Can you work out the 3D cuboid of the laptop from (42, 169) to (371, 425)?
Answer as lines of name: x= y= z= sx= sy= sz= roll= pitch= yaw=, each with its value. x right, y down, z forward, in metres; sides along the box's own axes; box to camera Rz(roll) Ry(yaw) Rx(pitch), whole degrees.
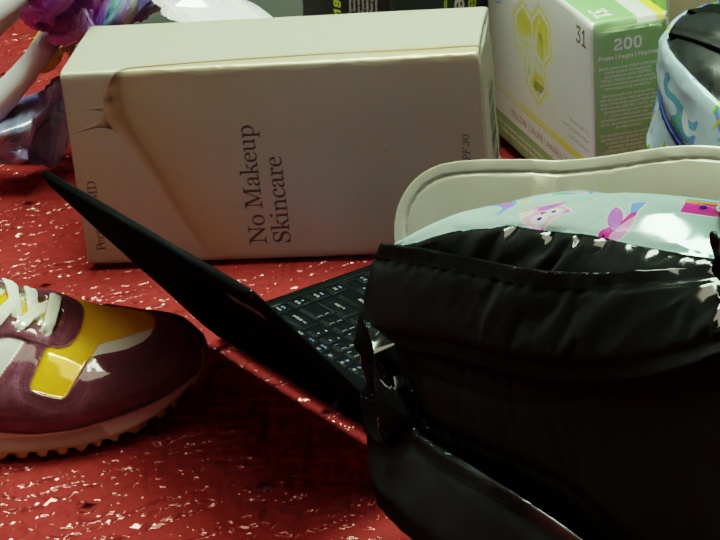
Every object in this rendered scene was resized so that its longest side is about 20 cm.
laptop: x=0.000 y=0.000 z=0.955 sx=0.199 sy=0.104 sz=0.177 roll=-19 pitch=27 yaw=-28

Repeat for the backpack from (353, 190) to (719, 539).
backpack: x=0.095 y=0.046 z=0.791 sx=0.200 sy=0.168 sz=0.126 roll=12 pitch=9 yaw=41

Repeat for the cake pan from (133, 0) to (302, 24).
cake pan: x=-0.055 y=-0.120 z=1.324 sx=0.199 sy=0.037 sz=0.200 roll=-5 pitch=24 yaw=2

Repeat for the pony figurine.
pony figurine: x=-0.138 y=-0.149 z=1.222 sx=0.166 sy=0.200 sz=0.193 roll=32 pitch=19 yaw=-29

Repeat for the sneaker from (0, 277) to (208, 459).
sneaker: x=-0.165 y=0.025 z=0.952 sx=0.199 sy=0.090 sz=0.075 roll=-7 pitch=23 yaw=-2

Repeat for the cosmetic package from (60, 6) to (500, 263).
cosmetic package: x=-0.035 y=-0.065 z=1.112 sx=0.199 sy=0.104 sz=0.073 roll=-3 pitch=24 yaw=8

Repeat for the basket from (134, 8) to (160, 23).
basket: x=-0.124 y=-0.241 z=1.463 sx=0.176 sy=0.139 sz=0.200 roll=-17 pitch=56 yaw=-24

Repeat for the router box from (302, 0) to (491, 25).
router box: x=0.038 y=-0.168 z=1.203 sx=0.062 sy=0.201 sz=0.150 roll=19 pitch=34 yaw=35

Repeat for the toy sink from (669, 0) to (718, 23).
toy sink: x=0.236 y=-0.111 z=1.141 sx=0.130 sy=0.112 sz=0.200 roll=-24 pitch=30 yaw=-34

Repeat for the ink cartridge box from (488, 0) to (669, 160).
ink cartridge box: x=0.106 y=-0.142 z=1.129 sx=0.048 sy=0.201 sz=0.146 roll=-11 pitch=26 yaw=-14

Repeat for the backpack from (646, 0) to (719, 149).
backpack: x=0.206 y=-0.045 z=0.975 sx=0.163 sy=0.154 sz=0.200 roll=-26 pitch=59 yaw=-25

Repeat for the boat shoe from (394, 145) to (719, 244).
boat shoe: x=0.114 y=-0.008 z=0.902 sx=0.199 sy=0.073 sz=0.063 roll=6 pitch=-8 yaw=26
